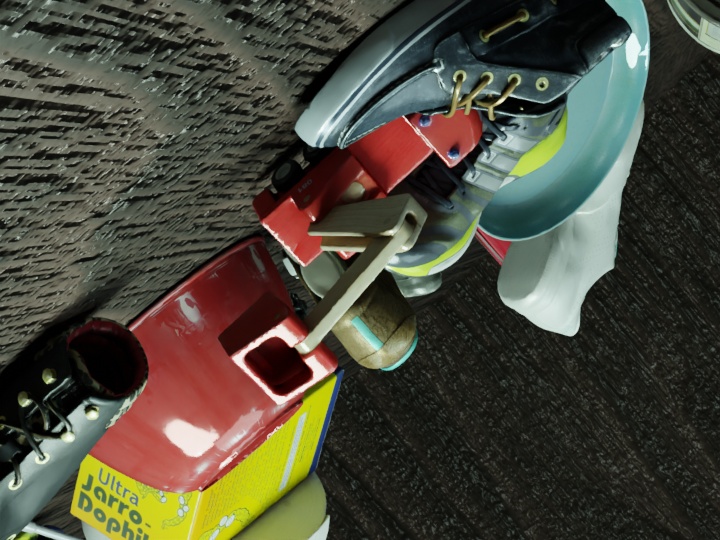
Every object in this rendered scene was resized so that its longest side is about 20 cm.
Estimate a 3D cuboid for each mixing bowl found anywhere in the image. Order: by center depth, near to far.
[{"bbox_3d":[-0.109,0.081,1.338,0.200,0.109,0.200,-41,174,-5],"label":"mixing bowl"}]

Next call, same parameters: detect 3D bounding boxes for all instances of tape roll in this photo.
[{"bbox_3d":[-0.126,0.191,1.563,0.202,0.201,0.037,-34,141,-53],"label":"tape roll"}]

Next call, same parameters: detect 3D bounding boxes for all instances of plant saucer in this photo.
[{"bbox_3d":[0.127,-0.118,1.335,0.199,0.027,0.202,-26,130,-36],"label":"plant saucer"}]

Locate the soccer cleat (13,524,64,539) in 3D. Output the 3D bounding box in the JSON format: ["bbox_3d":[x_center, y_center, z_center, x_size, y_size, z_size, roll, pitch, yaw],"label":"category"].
[{"bbox_3d":[-0.316,0.265,1.703,0.200,0.064,0.084,1,108,-76],"label":"soccer cleat"}]

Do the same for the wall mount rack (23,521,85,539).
[{"bbox_3d":[-0.210,0.189,1.709,0.200,0.075,0.174,-44,177,18],"label":"wall mount rack"}]

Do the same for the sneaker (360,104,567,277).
[{"bbox_3d":[0.064,-0.076,1.196,0.200,0.074,0.081,-48,161,-31],"label":"sneaker"}]

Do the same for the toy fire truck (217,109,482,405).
[{"bbox_3d":[-0.003,-0.030,1.113,0.200,0.049,0.141,-41,-149,6],"label":"toy fire truck"}]

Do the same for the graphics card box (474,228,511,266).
[{"bbox_3d":[0.116,-0.054,1.750,0.051,0.126,0.200,-41,174,2],"label":"graphics card box"}]

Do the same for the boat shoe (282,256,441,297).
[{"bbox_3d":[0.000,0.000,1.464,0.070,0.064,0.200,-27,-173,-21],"label":"boat shoe"}]

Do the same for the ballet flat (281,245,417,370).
[{"bbox_3d":[-0.021,-0.005,1.331,0.068,0.072,0.200,-43,-146,11],"label":"ballet flat"}]

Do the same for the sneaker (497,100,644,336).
[{"bbox_3d":[0.179,-0.045,1.520,0.075,0.088,0.201,13,-106,53],"label":"sneaker"}]

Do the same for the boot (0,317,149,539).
[{"bbox_3d":[-0.206,0.109,1.067,0.154,0.073,0.204,-46,180,24],"label":"boot"}]

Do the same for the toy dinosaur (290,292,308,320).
[{"bbox_3d":[-0.074,0.054,1.710,0.088,0.048,0.200,-27,180,20],"label":"toy dinosaur"}]

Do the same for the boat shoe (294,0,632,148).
[{"bbox_3d":[0.062,-0.111,1.072,0.200,0.091,0.071,-39,175,-19],"label":"boat shoe"}]

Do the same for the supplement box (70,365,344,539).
[{"bbox_3d":[-0.117,0.133,1.509,0.200,0.108,0.110,-33,146,-52],"label":"supplement box"}]

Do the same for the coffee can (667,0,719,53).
[{"bbox_3d":[0.294,-0.236,1.422,0.146,0.147,0.200,-41,175,7],"label":"coffee can"}]
